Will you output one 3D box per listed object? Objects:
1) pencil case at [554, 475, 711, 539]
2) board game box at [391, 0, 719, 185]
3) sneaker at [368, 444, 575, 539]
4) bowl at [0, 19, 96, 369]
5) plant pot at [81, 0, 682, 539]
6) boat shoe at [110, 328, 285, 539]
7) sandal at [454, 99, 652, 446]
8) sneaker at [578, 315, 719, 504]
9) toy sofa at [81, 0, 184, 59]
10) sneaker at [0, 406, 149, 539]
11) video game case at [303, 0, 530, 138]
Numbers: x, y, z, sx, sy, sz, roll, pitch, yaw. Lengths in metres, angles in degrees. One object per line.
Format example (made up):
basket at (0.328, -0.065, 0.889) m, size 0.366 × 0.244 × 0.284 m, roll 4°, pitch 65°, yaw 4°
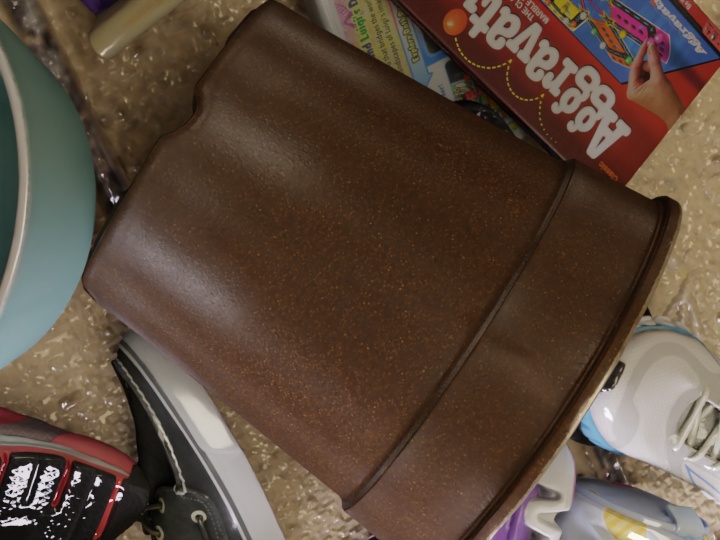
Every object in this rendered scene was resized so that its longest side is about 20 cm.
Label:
pencil case at (0.113, 0.206, 0.923) m, size 0.083 × 0.091 × 0.201 m, roll 17°, pitch 92°, yaw -24°
board game box at (0.090, -0.127, 0.851) m, size 0.200 × 0.019 × 0.103 m, roll 39°, pitch 91°, yaw -34°
sneaker at (0.039, 0.169, 0.897) m, size 0.088 × 0.080 × 0.201 m, roll 14°, pitch 89°, yaw -17°
bowl at (-0.185, -0.029, 0.719) m, size 0.105 × 0.200 × 0.202 m, roll 5°, pitch 101°, yaw -63°
plant pot at (0.000, 0.000, 0.774) m, size 0.198 × 0.200 × 0.201 m, roll 33°, pitch 86°, yaw -1°
boat shoe at (-0.074, 0.119, 0.843) m, size 0.056 × 0.069 × 0.201 m, roll -30°, pitch 112°, yaw -14°
sandal at (0.085, -0.001, 0.898) m, size 0.075 × 0.045 × 0.200 m, roll -37°, pitch 110°, yaw -10°
sneaker at (0.189, 0.085, 0.903) m, size 0.200 × 0.087 × 0.075 m, roll 27°, pitch 94°, yaw -42°
toy sofa at (-0.141, -0.183, 0.728) m, size 0.083 × 0.098 × 0.200 m, roll -33°, pitch 115°, yaw 24°
sneaker at (-0.185, 0.069, 0.778) m, size 0.199 × 0.087 × 0.074 m, roll 13°, pitch 128°, yaw -27°
video game case at (0.056, -0.154, 0.848) m, size 0.181 × 0.024 × 0.201 m, roll -29°, pitch 122°, yaw -15°
